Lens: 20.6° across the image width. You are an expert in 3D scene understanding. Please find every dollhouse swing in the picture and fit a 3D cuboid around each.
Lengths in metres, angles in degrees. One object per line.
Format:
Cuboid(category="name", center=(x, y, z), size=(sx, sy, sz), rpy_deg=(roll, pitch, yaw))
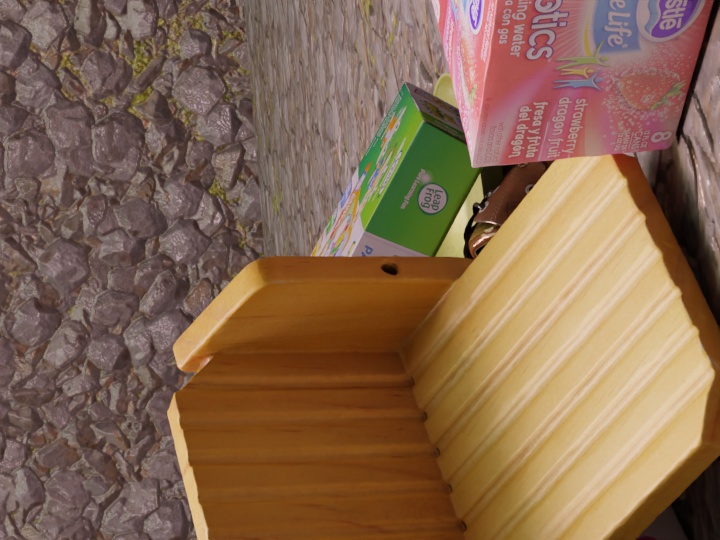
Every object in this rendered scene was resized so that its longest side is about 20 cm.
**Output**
Cuboid(category="dollhouse swing", center=(0.032, 0.052, 0.863), size=(0.177, 0.180, 0.201), rpy_deg=(114, 148, -43))

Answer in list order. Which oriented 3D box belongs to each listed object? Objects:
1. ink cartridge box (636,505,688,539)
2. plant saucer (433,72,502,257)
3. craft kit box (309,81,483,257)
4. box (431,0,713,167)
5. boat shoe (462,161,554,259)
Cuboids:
Cuboid(category="ink cartridge box", center=(0.142, 0.182, 0.876), size=(0.201, 0.037, 0.096), rpy_deg=(-104, 10, -59))
Cuboid(category="plant saucer", center=(0.074, -0.024, 1.246), size=(0.200, 0.031, 0.202), rpy_deg=(174, 90, -83))
Cuboid(category="craft kit box", center=(0.000, 0.000, 1.110), size=(0.201, 0.048, 0.198), rpy_deg=(-62, 9, 8))
Cuboid(category="box", center=(0.089, -0.144, 0.805), size=(0.201, 0.094, 0.103), rpy_deg=(95, 167, -54))
Cuboid(category="boat shoe", center=(0.086, -0.023, 1.011), size=(0.072, 0.067, 0.201), rpy_deg=(92, 171, -52))
